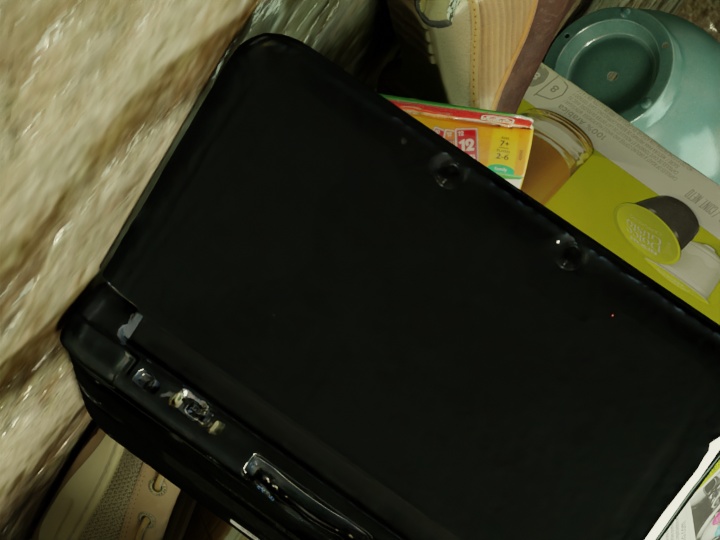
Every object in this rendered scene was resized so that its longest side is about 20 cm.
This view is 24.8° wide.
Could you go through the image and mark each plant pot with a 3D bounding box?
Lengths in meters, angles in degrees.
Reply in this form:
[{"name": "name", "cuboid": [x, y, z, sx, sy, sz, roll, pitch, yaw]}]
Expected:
[{"name": "plant pot", "cuboid": [0.233, -0.147, 1.422, 0.201, 0.200, 0.134, -55, 146, -4]}]

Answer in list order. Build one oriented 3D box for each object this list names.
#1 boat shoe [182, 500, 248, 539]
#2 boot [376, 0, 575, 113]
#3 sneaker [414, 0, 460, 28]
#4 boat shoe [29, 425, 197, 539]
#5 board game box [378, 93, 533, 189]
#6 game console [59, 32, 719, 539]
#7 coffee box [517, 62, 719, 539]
[{"name": "boat shoe", "cuboid": [-0.023, 0.062, 0.729, 0.200, 0.069, 0.074, -59, -143, 20]}, {"name": "boot", "cuboid": [0.087, -0.129, 0.755, 0.166, 0.072, 0.200, -41, 162, -11]}, {"name": "sneaker", "cuboid": [0.091, -0.169, 0.611, 0.200, 0.089, 0.077, -57, 174, 10]}, {"name": "boat shoe", "cuboid": [-0.068, 0.058, 0.682, 0.200, 0.065, 0.072, -58, 173, 20]}, {"name": "board game box", "cuboid": [0.021, -0.042, 0.710, 0.200, 0.095, 0.030, 80, 19, -79]}, {"name": "game console", "cuboid": [0.009, 0.045, 0.573, 0.116, 0.200, 0.176, -53, 173, -18]}, {"name": "coffee box", "cuboid": [0.101, 0.056, 0.875, 0.198, 0.200, 0.200, -38, 146, -17]}]
